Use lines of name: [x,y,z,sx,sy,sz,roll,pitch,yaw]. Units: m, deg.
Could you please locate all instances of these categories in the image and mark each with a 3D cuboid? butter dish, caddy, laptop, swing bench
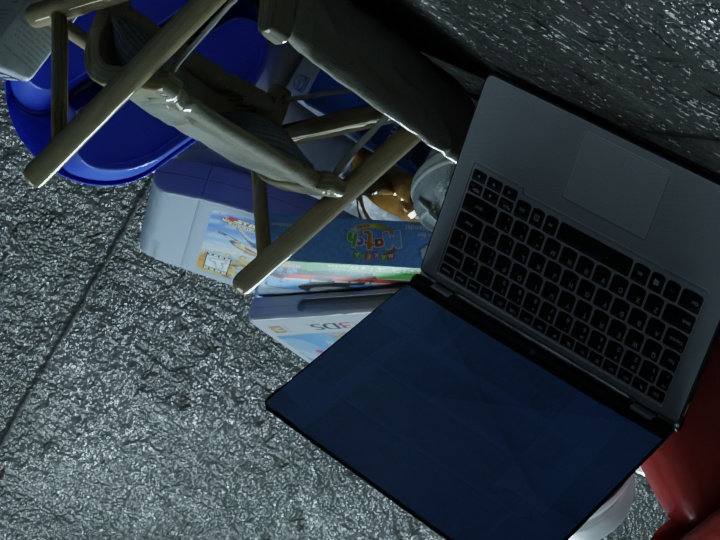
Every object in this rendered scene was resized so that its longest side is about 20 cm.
butter dish: [0.214,0.056,0.889,0.148,0.199,0.199,54,-174,10]
caddy: [-0.159,-0.150,1.115,0.142,0.199,0.105,57,168,-8]
laptop: [0.076,0.021,0.813,0.186,0.202,0.115,31,-159,34]
swing bench: [-0.061,-0.106,0.923,0.198,0.199,0.131,32,-138,-46]

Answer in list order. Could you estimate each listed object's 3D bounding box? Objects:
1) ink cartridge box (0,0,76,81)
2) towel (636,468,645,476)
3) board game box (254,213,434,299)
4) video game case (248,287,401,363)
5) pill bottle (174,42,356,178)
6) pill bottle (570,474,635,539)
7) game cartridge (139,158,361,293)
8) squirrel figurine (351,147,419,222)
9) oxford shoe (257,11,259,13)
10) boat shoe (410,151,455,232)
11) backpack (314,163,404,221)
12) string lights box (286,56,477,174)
ink cartridge box: [-0.239,-0.172,1.031,0.041,0.201,0.199,43,166,-29]
towel: [0.175,0.038,1.029,0.132,0.201,0.034,33,-137,17]
board game box: [0.000,0.000,1.130,0.149,0.037,0.200,3,170,-5]
video game case: [0.043,0.066,1.168,0.180,0.022,0.200,-4,152,36]
pill bottle: [-0.104,-0.126,1.265,0.198,0.116,0.114,2,161,41]
pill bottle: [0.113,0.092,0.976,0.112,0.112,0.201,31,161,38]
game cartridge: [-0.078,-0.025,1.258,0.198,0.042,0.133,19,155,-5]
squirrel figurine: [0.087,-0.055,1.252,0.186,0.142,0.199,42,162,-24]
oxford shoe: [-0.160,-0.209,1.186,0.072,0.072,0.199,23,-162,40]
boat shoe: [0.094,-0.036,0.950,0.074,0.066,0.201,24,166,-33]
backpack: [-0.033,-0.089,1.404,0.199,0.183,0.148,25,-152,-47]
string lights box: [0.045,-0.101,1.123,0.102,0.059,0.199,30,-179,-45]
